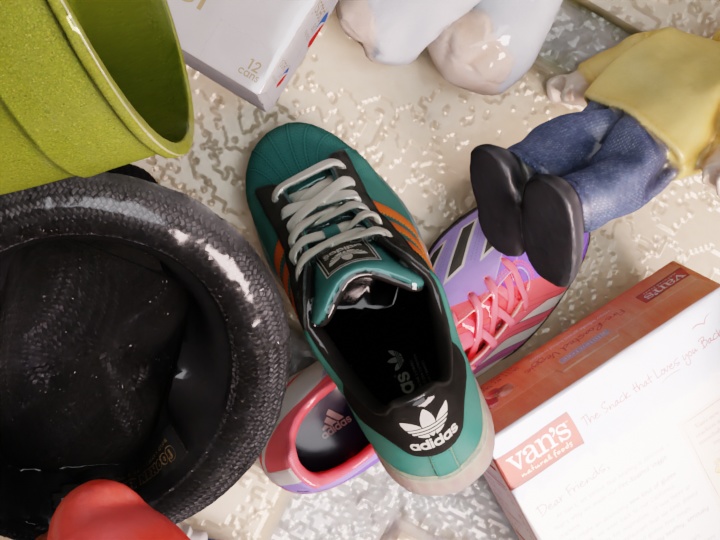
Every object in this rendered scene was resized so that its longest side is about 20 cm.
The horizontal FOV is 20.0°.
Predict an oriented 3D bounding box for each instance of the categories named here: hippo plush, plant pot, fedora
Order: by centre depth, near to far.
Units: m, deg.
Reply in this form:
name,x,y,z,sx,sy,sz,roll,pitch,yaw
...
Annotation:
name,x,y,z,sx,sy,sz,roll,pitch,yaw
plant pot,-0.192,-0.101,0.780,0.193,0.200,0.201,-22,98,8
fedora,-0.123,0.024,0.898,0.200,0.092,0.201,-2,125,-3
hippo plush,0.072,-0.159,0.906,0.200,0.161,0.160,7,92,-12

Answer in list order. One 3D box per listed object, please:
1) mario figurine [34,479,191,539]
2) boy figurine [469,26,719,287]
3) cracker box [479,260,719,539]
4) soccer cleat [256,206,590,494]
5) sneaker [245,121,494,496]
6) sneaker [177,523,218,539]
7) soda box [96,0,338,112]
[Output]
name,x,y,z,sx,sy,sz,roll,pitch,yaw
mario figurine,-0.145,0.165,0.872,0.200,0.124,0.106,-18,128,30
boy figurine,0.143,-0.072,0.960,0.200,0.124,0.065,-31,130,-29
cracker box,0.147,0.115,0.977,0.134,0.058,0.200,-32,111,-8
soccer cleat,0.035,0.034,0.957,0.200,0.073,0.068,-39,100,-6
sneaker,0.000,0.000,0.898,0.071,0.080,0.200,-27,58,-3
sneaker,-0.085,0.219,0.944,0.077,0.076,0.200,13,93,-7
soda box,-0.110,-0.151,0.898,0.200,0.064,0.068,31,88,3
